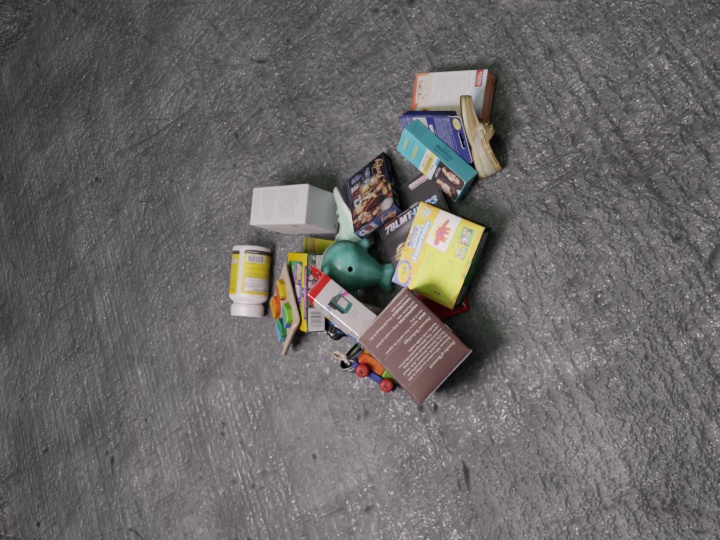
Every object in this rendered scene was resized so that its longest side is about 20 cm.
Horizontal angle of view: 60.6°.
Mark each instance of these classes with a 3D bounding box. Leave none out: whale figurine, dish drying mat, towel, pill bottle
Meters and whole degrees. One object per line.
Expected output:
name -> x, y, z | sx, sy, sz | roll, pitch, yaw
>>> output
whale figurine -> 0.000, 0.000, 1.536 | 0.104, 0.198, 0.161 | -154, 80, -77
dish drying mat -> 0.169, 0.089, 1.507 | 0.199, 0.018, 0.078 | -21, 73, 30
towel -> -0.103, -0.042, 1.659 | 0.199, 0.018, 0.087 | 11, 104, 56
pill bottle -> -0.323, 0.032, 1.795 | 0.113, 0.114, 0.203 | 0, 84, 34

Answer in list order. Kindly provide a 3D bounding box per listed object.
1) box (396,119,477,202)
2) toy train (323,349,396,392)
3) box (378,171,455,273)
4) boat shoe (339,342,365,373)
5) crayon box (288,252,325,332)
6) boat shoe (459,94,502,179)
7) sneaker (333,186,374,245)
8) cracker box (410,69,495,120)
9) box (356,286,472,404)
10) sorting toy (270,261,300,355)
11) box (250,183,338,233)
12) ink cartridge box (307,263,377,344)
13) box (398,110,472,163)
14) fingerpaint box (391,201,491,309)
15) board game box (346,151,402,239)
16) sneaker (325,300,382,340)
box -> 0.180, -0.261, 1.470 | 0.200, 0.049, 0.083 | 44, 153, 13
toy train -> 0.023, 0.200, 1.508 | 0.199, 0.085, 0.116 | 32, 95, -5
box -> 0.140, -0.120, 1.538 | 0.199, 0.049, 0.200 | -31, 68, 27
boat shoe -> 0.024, 0.197, 1.564 | 0.200, 0.062, 0.073 | -41, 64, 26
crayon box -> -0.145, 0.053, 1.641 | 0.172, 0.058, 0.203 | -173, 83, -68
boat shoe -> 0.277, -0.312, 1.415 | 0.066, 0.074, 0.201 | -15, 119, 14
sneaker -> -0.052, -0.122, 1.654 | 0.118, 0.073, 0.202 | -38, 63, 28
cracker box -> 0.223, -0.413, 1.512 | 0.198, 0.057, 0.136 | 10, 91, 36
box -> 0.122, 0.168, 1.387 | 0.200, 0.166, 0.164 | 44, 90, 10
sorting toy -> -0.210, 0.106, 1.677 | 0.186, 0.036, 0.202 | 117, 146, -52
box -> -0.179, -0.166, 1.698 | 0.198, 0.152, 0.108 | 1, 84, 34
ink cartridge box -> -0.057, 0.081, 1.458 | 0.199, 0.116, 0.067 | 38, 77, 10
box -> 0.185, -0.321, 1.475 | 0.199, 0.032, 0.122 | 18, 139, 48
fingerpaint box -> 0.187, -0.037, 1.431 | 0.166, 0.073, 0.202 | 24, 104, 22
board game box -> 0.032, -0.194, 1.585 | 0.135, 0.034, 0.202 | -34, 44, 27
sneaker -> -0.030, 0.132, 1.600 | 0.198, 0.076, 0.113 | 8, 83, 39
